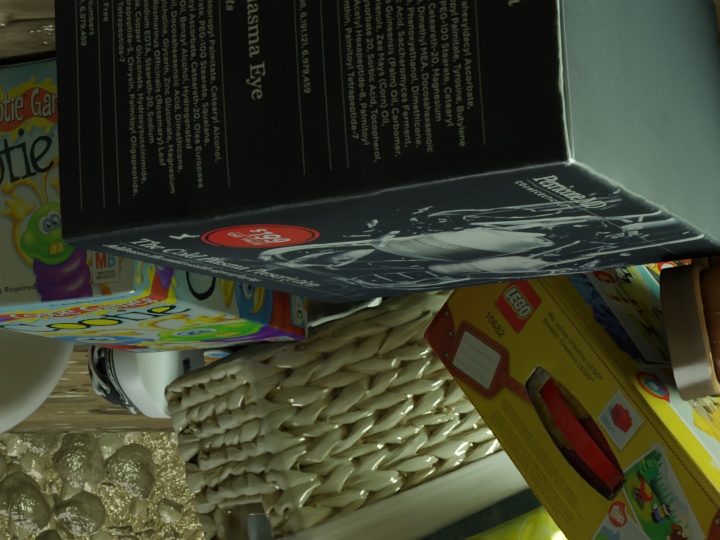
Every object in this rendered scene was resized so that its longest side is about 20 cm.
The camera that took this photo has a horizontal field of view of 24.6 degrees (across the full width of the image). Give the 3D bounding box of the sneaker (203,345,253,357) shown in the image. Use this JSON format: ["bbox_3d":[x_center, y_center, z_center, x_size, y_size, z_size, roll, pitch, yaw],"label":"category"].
[{"bbox_3d":[-0.099,0.033,1.289,0.198,0.079,0.090,2,-171,-8],"label":"sneaker"}]

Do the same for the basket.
[{"bbox_3d":[0.006,0.085,0.917,0.199,0.124,0.135,-20,180,-30],"label":"basket"}]

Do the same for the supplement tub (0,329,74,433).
[{"bbox_3d":[-0.266,0.031,0.929,0.144,0.146,0.199,5,169,-38],"label":"supplement tub"}]

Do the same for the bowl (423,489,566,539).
[{"bbox_3d":[0.062,0.187,0.915,0.199,0.108,0.200,-21,179,0],"label":"bowl"}]

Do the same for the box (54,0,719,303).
[{"bbox_3d":[0.021,-0.057,0.595,0.181,0.105,0.200,-9,170,26],"label":"box"}]

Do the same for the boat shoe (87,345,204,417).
[{"bbox_3d":[-0.155,0.065,1.130,0.067,0.072,0.200,-5,178,4],"label":"boat shoe"}]

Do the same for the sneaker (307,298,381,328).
[{"bbox_3d":[0.000,0.000,1.032,0.099,0.075,0.200,-24,176,10],"label":"sneaker"}]

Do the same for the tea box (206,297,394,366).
[{"bbox_3d":[0.006,0.101,1.166,0.199,0.134,0.197,-24,-171,-4],"label":"tea box"}]

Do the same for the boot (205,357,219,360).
[{"bbox_3d":[-0.069,0.089,1.585,0.199,0.069,0.188,0,171,-13],"label":"boot"}]

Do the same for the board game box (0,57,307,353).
[{"bbox_3d":[-0.107,-0.023,0.767,0.104,0.104,0.200,-6,170,18],"label":"board game box"}]

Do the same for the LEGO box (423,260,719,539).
[{"bbox_3d":[0.146,0.076,0.772,0.148,0.200,0.077,6,128,-43],"label":"LEGO box"}]

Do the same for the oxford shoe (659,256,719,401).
[{"bbox_3d":[0.174,0.017,0.698,0.071,0.072,0.200,-11,-177,17],"label":"oxford shoe"}]
